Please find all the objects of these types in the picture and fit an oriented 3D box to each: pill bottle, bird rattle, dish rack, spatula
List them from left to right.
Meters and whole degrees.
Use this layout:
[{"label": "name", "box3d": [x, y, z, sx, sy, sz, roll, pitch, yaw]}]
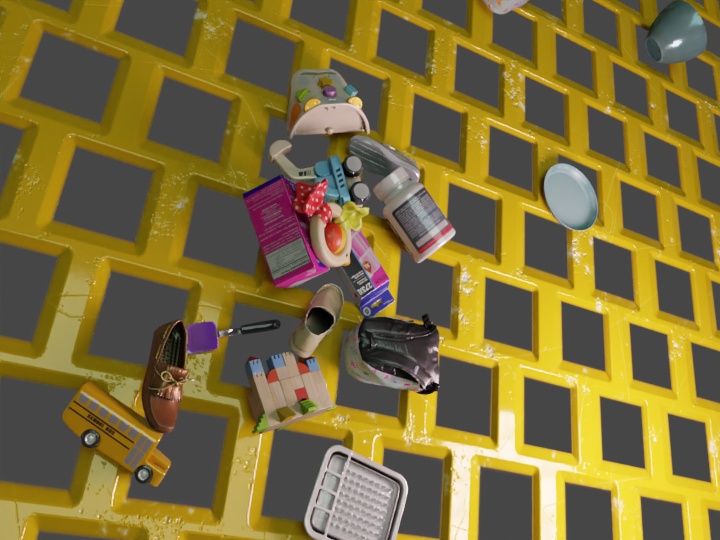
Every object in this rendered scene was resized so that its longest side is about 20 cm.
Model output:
[{"label": "spatula", "box3d": [-0.250, 0.121, 1.213, 0.195, 0.020, 0.058, -8, 89, -31]}, {"label": "bird rattle", "box3d": [-0.058, -0.093, 1.246, 0.199, 0.109, 0.169, 19, 66, -66]}, {"label": "dish rack", "box3d": [-0.012, 0.460, 1.201, 0.196, 0.043, 0.175, 28, 62, -15]}, {"label": "pill bottle", "box3d": [0.121, -0.134, 1.427, 0.119, 0.119, 0.202, -36, 90, -31]}]

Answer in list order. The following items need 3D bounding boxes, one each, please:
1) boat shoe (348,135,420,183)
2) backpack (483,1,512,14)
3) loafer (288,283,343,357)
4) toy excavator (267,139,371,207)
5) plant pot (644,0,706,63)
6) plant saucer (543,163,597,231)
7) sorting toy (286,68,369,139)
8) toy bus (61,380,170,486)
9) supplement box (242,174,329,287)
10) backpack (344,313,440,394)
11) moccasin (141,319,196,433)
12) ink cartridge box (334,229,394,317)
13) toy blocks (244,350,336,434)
[{"label": "boat shoe", "box3d": [0.057, -0.271, 1.484, 0.196, 0.072, 0.063, 27, 37, -19]}, {"label": "backpack", "box3d": [0.443, -0.878, 1.829, 0.198, 0.153, 0.179, -34, 94, -24]}, {"label": "loafer", "box3d": [-0.078, 0.094, 1.260, 0.075, 0.068, 0.202, 38, 42, -10]}, {"label": "toy excavator", "box3d": [-0.095, -0.207, 1.370, 0.194, 0.100, 0.200, -12, 76, -20]}, {"label": "plant pot", "box3d": [1.061, -0.795, 2.096, 0.132, 0.200, 0.204, -30, 86, 4]}, {"label": "plant saucer", "box3d": [0.592, -0.205, 1.737, 0.194, 0.027, 0.207, 9, 69, -24]}, {"label": "sorting toy", "box3d": [-0.087, -0.410, 1.434, 0.194, 0.108, 0.183, -7, 53, -16]}, {"label": "toy bus", "box3d": [-0.408, 0.281, 1.044, 0.198, 0.065, 0.079, 37, 81, -9]}, {"label": "supplement box", "box3d": [-0.153, -0.077, 1.264, 0.101, 0.101, 0.205, -22, 82, 13]}, {"label": "backpack", "box3d": [0.064, 0.177, 1.290, 0.194, 0.127, 0.171, 14, 55, -20]}, {"label": "moccasin", "box3d": [-0.339, 0.186, 1.090, 0.073, 0.077, 0.206, 32, 43, -35]}, {"label": "ink cartridge box", "box3d": [0.000, 0.000, 1.373, 0.094, 0.037, 0.203, -30, 89, -31]}, {"label": "toy blocks", "box3d": [-0.146, 0.225, 1.196, 0.196, 0.100, 0.140, -8, 67, -39]}]
